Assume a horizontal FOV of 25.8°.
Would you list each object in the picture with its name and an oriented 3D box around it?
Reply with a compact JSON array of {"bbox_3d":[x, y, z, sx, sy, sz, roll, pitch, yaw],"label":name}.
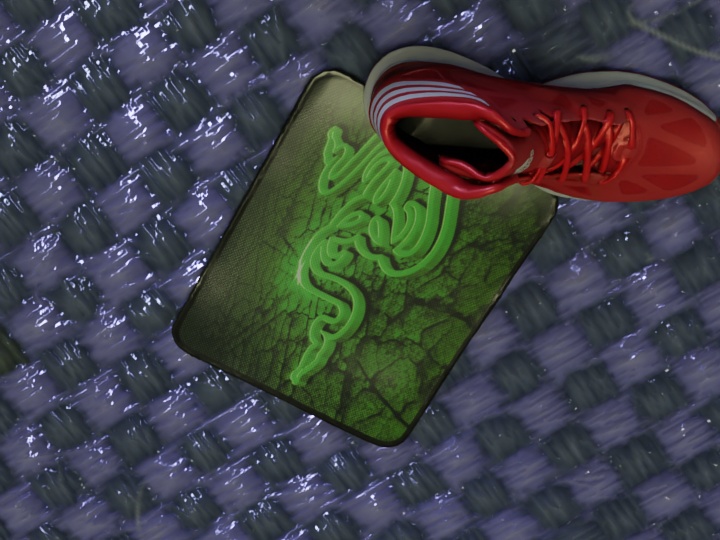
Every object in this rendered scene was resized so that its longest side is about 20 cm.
[{"bbox_3d":[0.000,0.000,0.901,0.160,0.008,0.201,26,113,-12],"label":"mouse mat"},{"bbox_3d":[0.099,-0.057,0.806,0.198,0.116,0.079,6,114,-3],"label":"sneaker"}]
